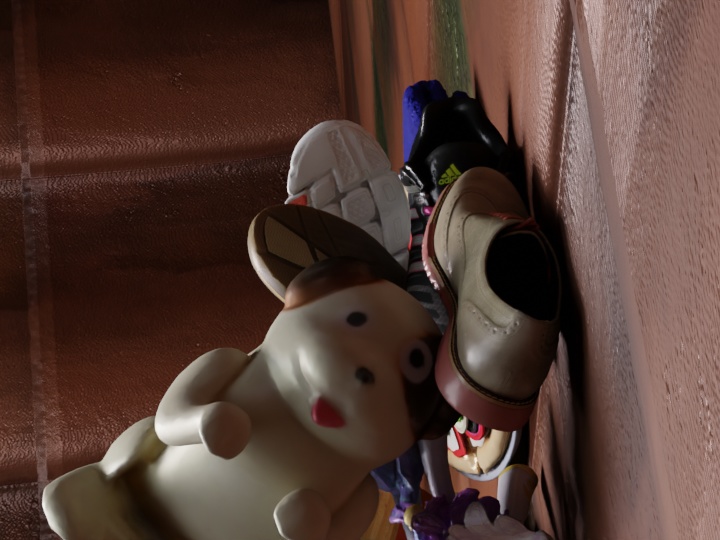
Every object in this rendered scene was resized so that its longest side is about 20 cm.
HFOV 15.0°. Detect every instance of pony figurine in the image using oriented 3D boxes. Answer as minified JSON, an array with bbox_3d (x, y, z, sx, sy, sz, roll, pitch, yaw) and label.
[{"bbox_3d":[0.056,0.171,1.507,0.193,0.166,0.201,41,-153,-43],"label":"pony figurine"}]

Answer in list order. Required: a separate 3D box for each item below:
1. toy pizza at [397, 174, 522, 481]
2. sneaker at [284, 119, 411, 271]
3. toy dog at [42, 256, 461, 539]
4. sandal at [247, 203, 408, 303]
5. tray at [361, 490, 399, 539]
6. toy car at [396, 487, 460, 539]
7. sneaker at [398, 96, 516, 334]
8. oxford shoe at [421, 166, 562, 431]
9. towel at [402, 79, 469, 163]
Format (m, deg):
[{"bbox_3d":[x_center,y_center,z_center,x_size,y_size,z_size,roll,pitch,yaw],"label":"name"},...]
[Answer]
[{"bbox_3d":[0.043,0.039,1.721,0.200,0.032,0.201,50,149,46],"label":"toy pizza"},{"bbox_3d":[0.000,0.000,1.648,0.082,0.077,0.201,-102,-2,-71],"label":"sneaker"},{"bbox_3d":[-0.033,0.091,1.439,0.140,0.200,0.194,49,-154,8],"label":"toy dog"},{"bbox_3d":[0.011,0.030,1.576,0.054,0.199,0.081,-39,38,33],"label":"sandal"},{"bbox_3d":[-0.009,0.148,1.797,0.037,0.098,0.201,42,-145,-19],"label":"tray"},{"bbox_3d":[0.022,0.238,1.864,0.150,0.174,0.202,118,146,-81],"label":"toy car"},{"bbox_3d":[0.056,-0.025,1.537,0.201,0.073,0.088,-91,-8,-49],"label":"sneaker"},{"bbox_3d":[0.079,-0.002,1.416,0.201,0.070,0.075,-95,28,-54],"label":"oxford shoe"},{"bbox_3d":[0.066,-0.010,1.783,0.148,0.049,0.201,-113,16,-58],"label":"towel"}]
